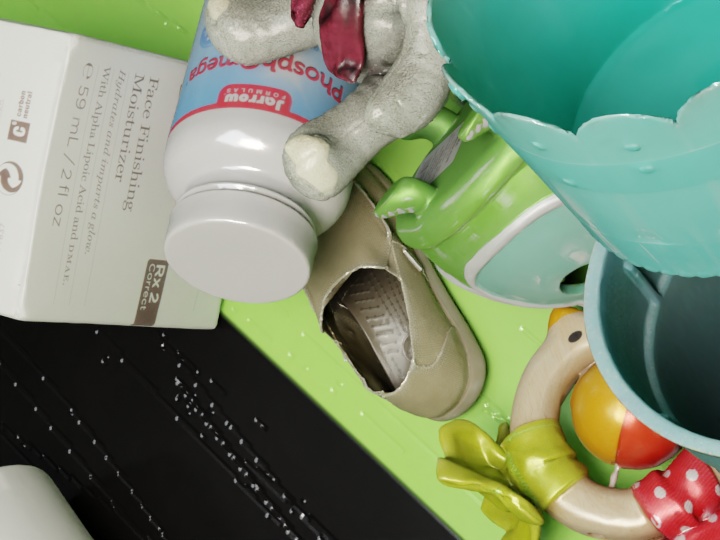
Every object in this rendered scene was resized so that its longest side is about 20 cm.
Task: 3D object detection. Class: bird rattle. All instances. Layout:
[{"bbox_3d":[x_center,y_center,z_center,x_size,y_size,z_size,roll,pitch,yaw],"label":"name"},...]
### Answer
[{"bbox_3d":[0.144,0.099,1.159,0.200,0.113,0.163,10,77,27],"label":"bird rattle"}]

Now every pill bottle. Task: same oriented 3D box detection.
[{"bbox_3d":[-0.051,-0.087,1.223,0.109,0.109,0.200,-10,52,29],"label":"pill bottle"}]

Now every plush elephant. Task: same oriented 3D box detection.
[{"bbox_3d":[0.008,-0.160,1.080,0.200,0.155,0.165,-22,47,3],"label":"plush elephant"}]

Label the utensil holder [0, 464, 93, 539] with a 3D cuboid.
[{"bbox_3d":[-0.209,0.244,1.312,0.170,0.170,0.200,-45,67,20],"label":"utensil holder"}]

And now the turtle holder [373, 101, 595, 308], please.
[{"bbox_3d":[0.109,-0.063,1.164,0.132,0.141,0.186,38,101,-12],"label":"turtle holder"}]

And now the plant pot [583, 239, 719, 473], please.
[{"bbox_3d":[0.235,0.045,1.024,0.200,0.196,0.201,-16,51,22],"label":"plant pot"}]

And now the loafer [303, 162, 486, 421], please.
[{"bbox_3d":[0.000,0.000,1.259,0.076,0.068,0.200,-45,68,21],"label":"loafer"}]

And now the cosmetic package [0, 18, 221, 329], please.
[{"bbox_3d":[-0.189,-0.061,1.295,0.165,0.200,0.165,14,94,30],"label":"cosmetic package"}]

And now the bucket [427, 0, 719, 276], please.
[{"bbox_3d":[0.147,-0.107,0.951,0.207,0.135,0.208,-16,51,20],"label":"bucket"}]
